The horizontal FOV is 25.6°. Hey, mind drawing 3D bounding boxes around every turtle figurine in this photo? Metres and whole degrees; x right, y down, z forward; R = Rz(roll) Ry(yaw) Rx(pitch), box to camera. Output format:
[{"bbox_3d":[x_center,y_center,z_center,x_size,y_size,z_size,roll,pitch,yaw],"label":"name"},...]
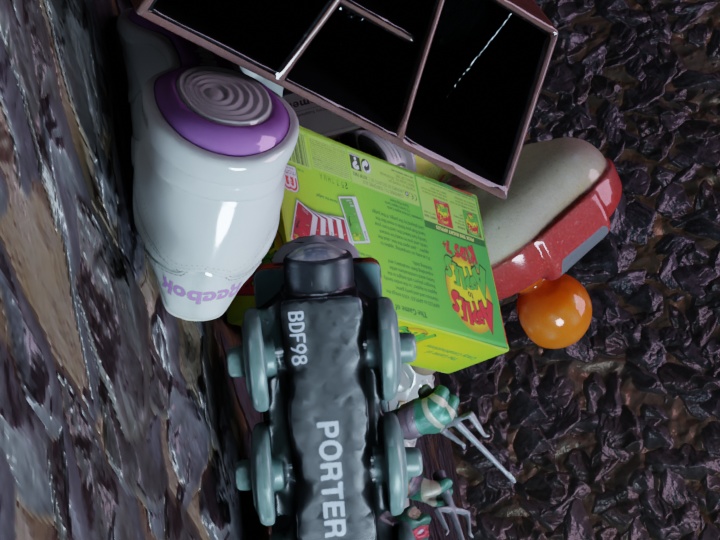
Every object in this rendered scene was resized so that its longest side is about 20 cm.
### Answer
[{"bbox_3d":[0.015,0.106,0.989,0.200,0.101,0.150,62,-19,17],"label":"turtle figurine"}]

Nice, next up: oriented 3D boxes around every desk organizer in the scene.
[{"bbox_3d":[-0.002,-0.107,0.635,0.200,0.072,0.077,23,26,-37],"label":"desk organizer"}]

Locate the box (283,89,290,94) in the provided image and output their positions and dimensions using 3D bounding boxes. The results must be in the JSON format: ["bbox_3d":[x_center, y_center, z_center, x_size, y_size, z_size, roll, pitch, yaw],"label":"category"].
[{"bbox_3d":[-0.039,-0.202,0.854,0.079,0.141,0.200,42,37,-86],"label":"box"}]

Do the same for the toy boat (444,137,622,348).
[{"bbox_3d":[0.106,-0.004,1.057,0.131,0.130,0.200,55,-19,-13],"label":"toy boat"}]

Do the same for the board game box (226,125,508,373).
[{"bbox_3d":[0.002,-0.009,0.879,0.200,0.048,0.102,16,58,-51],"label":"board game box"}]

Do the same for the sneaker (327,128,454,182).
[{"bbox_3d":[0.008,-0.065,1.100,0.200,0.090,0.078,0,-72,64],"label":"sneaker"}]

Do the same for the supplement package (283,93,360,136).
[{"bbox_3d":[-0.006,-0.150,1.031,0.200,0.155,0.111,-69,145,-82],"label":"supplement package"}]

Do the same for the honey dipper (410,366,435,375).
[{"bbox_3d":[0.000,0.000,1.052,0.200,0.038,0.038,51,19,-32],"label":"honey dipper"}]

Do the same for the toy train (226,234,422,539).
[{"bbox_3d":[-0.015,0.081,0.735,0.114,0.085,0.200,-109,-166,-77],"label":"toy train"}]

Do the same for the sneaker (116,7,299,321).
[{"bbox_3d":[-0.070,-0.052,0.658,0.200,0.075,0.100,-98,-162,-63],"label":"sneaker"}]

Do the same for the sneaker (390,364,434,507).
[{"bbox_3d":[0.017,0.101,1.143,0.077,0.081,0.200,-55,135,-86],"label":"sneaker"}]
